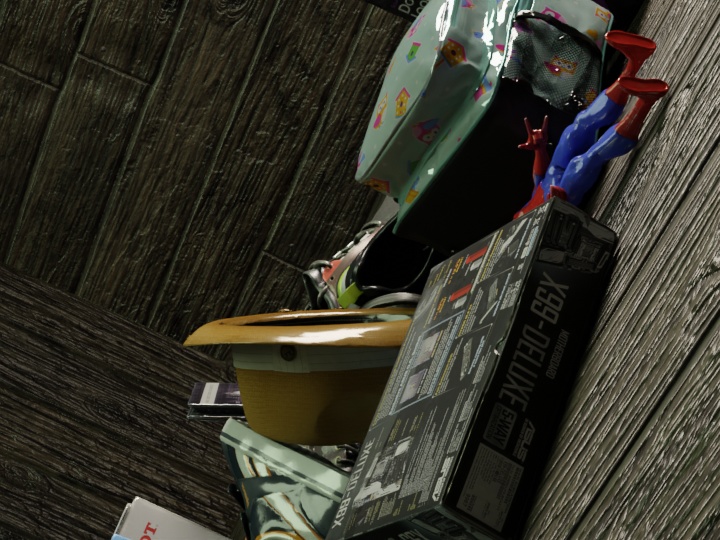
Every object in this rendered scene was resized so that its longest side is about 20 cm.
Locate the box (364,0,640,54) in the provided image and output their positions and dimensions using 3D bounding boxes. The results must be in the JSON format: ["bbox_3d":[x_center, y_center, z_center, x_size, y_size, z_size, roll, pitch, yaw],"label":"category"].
[{"bbox_3d":[0.107,-0.224,1.476,0.143,0.199,0.036,117,175,-46],"label":"box"}]

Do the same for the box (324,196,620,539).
[{"bbox_3d":[0.061,0.072,1.142,0.158,0.050,0.201,-33,31,60],"label":"box"}]

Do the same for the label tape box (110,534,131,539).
[{"bbox_3d":[-0.113,0.294,1.393,0.066,0.199,0.144,116,177,-50],"label":"label tape box"}]

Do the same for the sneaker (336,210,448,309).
[{"bbox_3d":[0.065,-0.027,1.470,0.200,0.072,0.083,-41,-10,-14],"label":"sneaker"}]

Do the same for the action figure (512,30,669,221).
[{"bbox_3d":[0.129,-0.059,1.247,0.201,0.051,0.066,114,152,-43],"label":"action figure"}]

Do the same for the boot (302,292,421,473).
[{"bbox_3d":[-0.004,0.130,1.411,0.200,0.069,0.175,-48,25,32],"label":"boot"}]

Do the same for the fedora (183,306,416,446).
[{"bbox_3d":[-0.019,0.070,1.319,0.201,0.199,0.083,-123,30,-86],"label":"fedora"}]

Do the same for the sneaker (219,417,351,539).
[{"bbox_3d":[-0.049,0.156,1.323,0.200,0.078,0.080,20,88,62],"label":"sneaker"}]

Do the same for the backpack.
[{"bbox_3d":[0.093,-0.120,1.394,0.176,0.153,0.201,-57,3,43],"label":"backpack"}]

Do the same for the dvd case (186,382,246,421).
[{"bbox_3d":[-0.037,0.106,1.588,0.149,0.198,0.016,-128,40,-86],"label":"dvd case"}]

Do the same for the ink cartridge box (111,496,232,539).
[{"bbox_3d":[-0.117,0.286,1.506,0.086,0.199,0.147,119,174,-57],"label":"ink cartridge box"}]

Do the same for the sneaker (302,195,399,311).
[{"bbox_3d":[0.000,0.000,1.542,0.077,0.081,0.201,123,167,-61],"label":"sneaker"}]
